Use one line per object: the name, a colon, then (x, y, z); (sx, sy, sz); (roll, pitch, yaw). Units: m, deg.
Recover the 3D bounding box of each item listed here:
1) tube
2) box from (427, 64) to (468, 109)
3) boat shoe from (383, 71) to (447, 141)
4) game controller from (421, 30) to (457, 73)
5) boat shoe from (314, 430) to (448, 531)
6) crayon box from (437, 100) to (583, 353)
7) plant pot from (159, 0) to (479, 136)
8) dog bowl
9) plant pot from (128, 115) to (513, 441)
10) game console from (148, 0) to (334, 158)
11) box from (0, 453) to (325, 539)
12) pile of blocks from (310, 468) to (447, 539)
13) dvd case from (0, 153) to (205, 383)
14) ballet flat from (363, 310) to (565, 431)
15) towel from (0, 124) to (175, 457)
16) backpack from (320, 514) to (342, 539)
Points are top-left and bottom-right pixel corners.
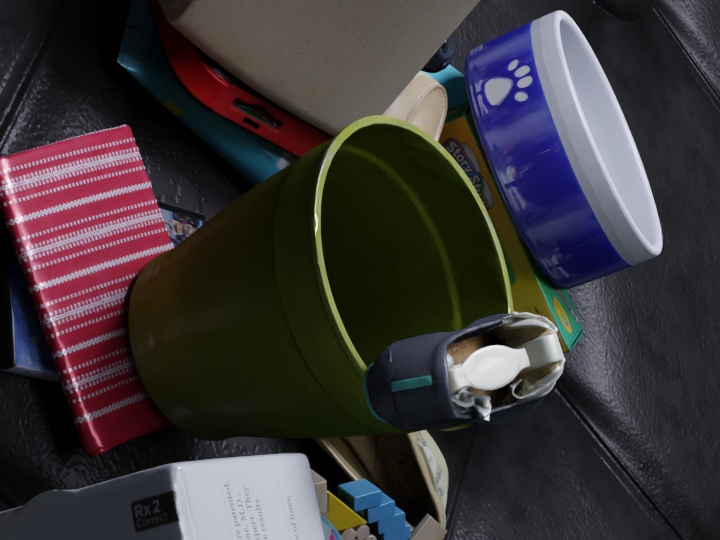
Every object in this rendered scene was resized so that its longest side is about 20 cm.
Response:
tube: (-0.097, -0.113, 1.815); (0.200, 0.050, 0.078); (42, 31, -30)
box: (0.048, -0.122, 1.989); (0.200, 0.082, 0.049); (31, 50, -44)
boat shoe: (0.028, -0.060, 1.817); (0.200, 0.065, 0.072); (-63, 145, -35)
game controller: (0.024, -0.242, 1.897); (0.104, 0.042, 0.200); (17, 54, -33)
boat shoe: (0.005, 0.109, 1.814); (0.200, 0.073, 0.063); (50, 13, -28)
crayon box: (0.074, -0.016, 1.935); (0.200, 0.119, 0.058); (66, 22, -9)
plant pot: (-0.047, -0.239, 1.748); (0.177, 0.200, 0.200); (13, 40, -40)
dog bowl: (0.154, -0.090, 1.929); (0.200, 0.079, 0.200); (59, 17, -30)
plant pot: (-0.039, 0.026, 1.624); (0.200, 0.193, 0.201); (28, 53, -45)
game console: (-0.080, -0.160, 1.833); (0.200, 0.031, 0.177); (27, 30, -46)
box: (-0.122, 0.223, 1.479); (0.131, 0.199, 0.200); (2, 74, -54)
pile of blocks: (0.004, 0.187, 1.791); (0.082, 0.062, 0.200); (-47, 127, -9)
dvd case: (-0.167, 0.011, 1.679); (0.200, 0.018, 0.143); (16, 61, -50)
ballet flat: (0.082, 0.060, 1.545); (0.200, 0.073, 0.073); (-9, 82, -55)
towel: (-0.164, 0.012, 1.647); (0.145, 0.022, 0.200); (-21, 92, -56)
backpack: (-0.050, 0.254, 1.617); (0.176, 0.153, 0.200); (-30, 93, -50)
